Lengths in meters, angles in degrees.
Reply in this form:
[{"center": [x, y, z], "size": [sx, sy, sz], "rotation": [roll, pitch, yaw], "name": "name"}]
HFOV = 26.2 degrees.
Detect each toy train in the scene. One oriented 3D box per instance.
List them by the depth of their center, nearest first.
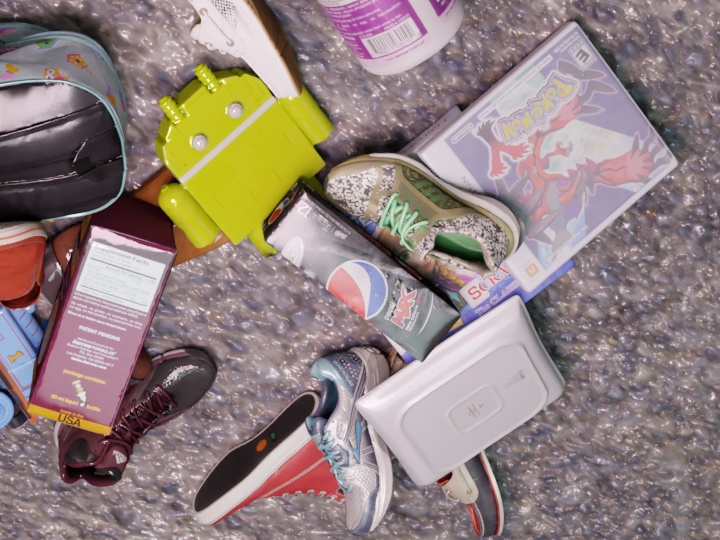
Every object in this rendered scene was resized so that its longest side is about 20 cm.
[{"center": [-0.372, 0.072, 1.570], "size": [0.114, 0.087, 0.201], "rotation": [-28, 120, -1], "name": "toy train"}]

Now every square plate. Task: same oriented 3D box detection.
[{"center": [0.113, 0.135, 1.605], "size": [0.198, 0.028, 0.200], "rotation": [-33, 141, 1], "name": "square plate"}]

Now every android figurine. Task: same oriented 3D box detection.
[{"center": [-0.115, -0.110, 1.492], "size": [0.182, 0.041, 0.200], "rotation": [-40, 121, -6], "name": "android figurine"}]

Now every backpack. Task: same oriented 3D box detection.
[{"center": [-0.308, -0.133, 1.404], "size": [0.199, 0.154, 0.176], "rotation": [-3, 130, 3], "name": "backpack"}]

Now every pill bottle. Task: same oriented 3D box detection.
[{"center": [0.000, -0.282, 1.380], "size": [0.112, 0.112, 0.200], "rotation": [-30, 121, 11], "name": "pill bottle"}]

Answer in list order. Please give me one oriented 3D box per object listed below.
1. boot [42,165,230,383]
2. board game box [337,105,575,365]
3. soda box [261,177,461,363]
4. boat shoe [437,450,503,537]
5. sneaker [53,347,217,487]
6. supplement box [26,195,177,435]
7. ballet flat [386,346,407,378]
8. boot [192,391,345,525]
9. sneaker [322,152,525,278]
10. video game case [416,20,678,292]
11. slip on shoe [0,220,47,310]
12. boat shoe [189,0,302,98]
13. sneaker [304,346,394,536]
[{"center": [-0.206, 0.002, 1.569], "size": [0.199, 0.069, 0.189], "rotation": [-31, 111, 6], "name": "boot"}, {"center": [0.079, -0.025, 1.553], "size": [0.200, 0.041, 0.200], "rotation": [-38, 105, 6], "name": "board game box"}, {"center": [0.000, 0.000, 1.494], "size": [0.200, 0.071, 0.063], "rotation": [38, 97, -13], "name": "soda box"}, {"center": [0.112, 0.220, 1.732], "size": [0.062, 0.071, 0.201], "rotation": [-22, 117, -12], "name": "boat shoe"}, {"center": [-0.234, 0.169, 1.627], "size": [0.199, 0.116, 0.076], "rotation": [-31, 121, 12], "name": "sneaker"}, {"center": [-0.248, 0.039, 1.482], "size": [0.085, 0.110, 0.201], "rotation": [17, 107, -15], "name": "supplement box"}, {"center": [0.074, 0.069, 1.638], "size": [0.070, 0.065, 0.201], "rotation": [11, 119, -14], "name": "ballet flat"}, {"center": [-0.077, 0.243, 1.726], "size": [0.200, 0.073, 0.144], "rotation": [-38, 121, 12], "name": "boot"}, {"center": [0.056, -0.048, 1.459], "size": [0.199, 0.089, 0.077], "rotation": [19, 122, 3], "name": "sneaker"}, {"center": [0.185, -0.110, 1.512], "size": [0.200, 0.023, 0.182], "rotation": [-41, 106, -2], "name": "video game case"}, {"center": [-0.323, -0.006, 1.426], "size": [0.074, 0.200, 0.062], "rotation": [-7, 79, -9], "name": "slip on shoe"}, {"center": [-0.126, -0.234, 1.421], "size": [0.069, 0.071, 0.200], "rotation": [-30, 112, 12], "name": "boat shoe"}, {"center": [-0.020, 0.183, 1.645], "size": [0.086, 0.078, 0.201], "rotation": [-1, 85, -30], "name": "sneaker"}]
